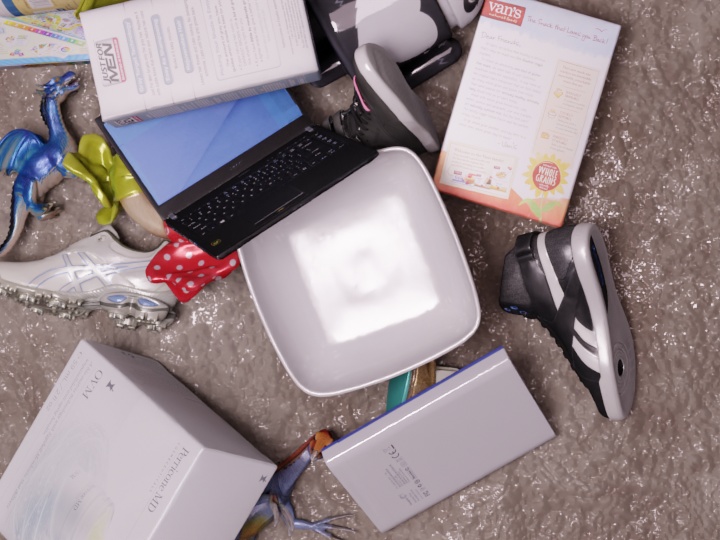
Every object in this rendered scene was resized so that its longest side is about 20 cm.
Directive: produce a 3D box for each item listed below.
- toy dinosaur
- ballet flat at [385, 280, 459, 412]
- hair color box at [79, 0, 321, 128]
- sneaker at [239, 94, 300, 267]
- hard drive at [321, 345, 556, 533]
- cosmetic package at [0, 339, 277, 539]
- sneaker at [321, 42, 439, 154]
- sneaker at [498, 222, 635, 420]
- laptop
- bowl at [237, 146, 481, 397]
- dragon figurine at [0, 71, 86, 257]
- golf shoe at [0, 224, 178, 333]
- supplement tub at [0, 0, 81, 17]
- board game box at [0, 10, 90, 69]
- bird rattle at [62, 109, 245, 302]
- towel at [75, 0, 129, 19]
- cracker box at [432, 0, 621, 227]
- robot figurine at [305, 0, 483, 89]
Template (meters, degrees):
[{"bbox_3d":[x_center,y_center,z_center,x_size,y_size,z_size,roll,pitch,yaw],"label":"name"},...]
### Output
[{"bbox_3d":[-0.105,0.225,1.443,0.198,0.105,0.183,22,76,14],"label":"toy dinosaur"},{"bbox_3d":[0.066,0.075,1.436,0.072,0.068,0.202,3,89,-15],"label":"ballet flat"},{"bbox_3d":[-0.142,-0.201,1.316,0.198,0.061,0.100,-13,90,1],"label":"hair color box"},{"bbox_3d":[-0.106,-0.094,1.429,0.083,0.077,0.202,-10,91,2],"label":"sneaker"},{"bbox_3d":[0.077,0.166,1.414,0.199,0.025,0.132,-30,131,6],"label":"hard drive"},{"bbox_3d":[-0.221,0.208,1.388,0.199,0.123,0.201,34,96,34],"label":"cosmetic package"},{"bbox_3d":[0.004,-0.141,1.363,0.098,0.200,0.071,-21,70,11],"label":"sneaker"},{"bbox_3d":[0.196,0.051,1.422,0.111,0.073,0.202,-5,110,30],"label":"sneaker"},{"bbox_3d":[-0.114,-0.119,1.324,0.177,0.200,0.104,-34,119,-15],"label":"laptop"},{"bbox_3d":[0.000,0.000,1.365,0.198,0.075,0.201,-22,94,9],"label":"bowl"},{"bbox_3d":[-0.330,-0.104,1.455,0.099,0.059,0.200,42,92,3],"label":"dragon figurine"},{"bbox_3d":[-0.276,0.000,1.461,0.198,0.078,0.098,9,77,-1],"label":"golf shoe"},{"bbox_3d":[-0.256,-0.317,1.362,0.198,0.145,0.146,-6,92,5],"label":"supplement tub"},{"bbox_3d":[-0.291,-0.273,1.457,0.198,0.034,0.136,-2,93,5],"label":"board game box"},{"bbox_3d":[-0.179,-0.077,1.390,0.199,0.113,0.164,38,91,24],"label":"bird rattle"},{"bbox_3d":[-0.157,-0.255,1.343,0.198,0.086,0.018,-10,75,-26],"label":"towel"},{"bbox_3d":[0.158,-0.156,1.413,0.133,0.058,0.202,17,95,3],"label":"cracker box"},{"bbox_3d":[0.023,-0.254,1.384,0.199,0.150,0.126,-29,70,6],"label":"robot figurine"}]
